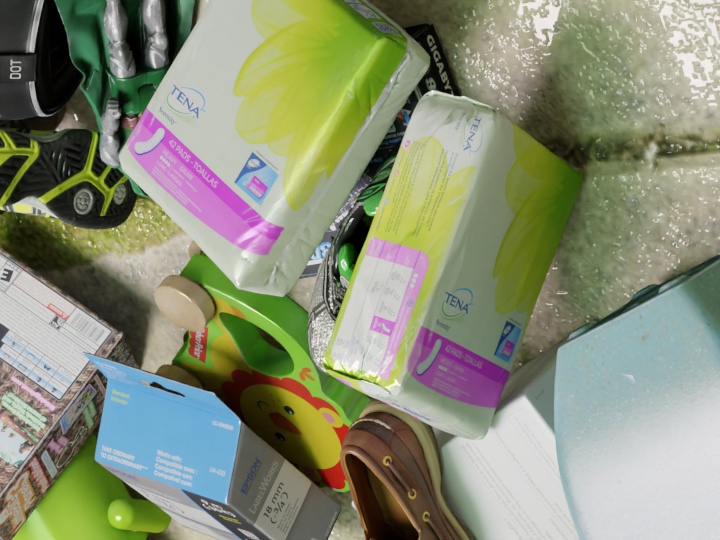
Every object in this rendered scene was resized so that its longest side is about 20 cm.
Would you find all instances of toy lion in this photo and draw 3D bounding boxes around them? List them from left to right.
[{"bbox_3d":[-0.063,0.084,1.738,0.191,0.069,0.201,29,148,13],"label":"toy lion"}]

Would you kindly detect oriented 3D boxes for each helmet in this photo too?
[{"bbox_3d":[-0.300,-0.203,1.682,0.189,0.201,0.201,13,125,8],"label":"helmet"}]

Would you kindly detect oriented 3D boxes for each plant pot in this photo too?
[{"bbox_3d":[0.240,0.097,1.484,0.196,0.195,0.201,-30,87,42],"label":"plant pot"}]

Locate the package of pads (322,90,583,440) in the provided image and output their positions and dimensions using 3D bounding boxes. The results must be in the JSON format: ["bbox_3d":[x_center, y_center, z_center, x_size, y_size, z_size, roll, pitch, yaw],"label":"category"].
[{"bbox_3d":[0.061,-0.003,1.505,0.068,0.154,0.202,17,84,31],"label":"package of pads"}]

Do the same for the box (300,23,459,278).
[{"bbox_3d":[-0.011,-0.080,1.638,0.199,0.046,0.160,-9,111,37],"label":"box"}]

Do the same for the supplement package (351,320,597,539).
[{"bbox_3d":[0.113,0.146,1.639,0.117,0.117,0.200,52,132,-3],"label":"supplement package"}]

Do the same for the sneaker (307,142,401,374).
[{"bbox_3d":[0.000,0.000,1.591,0.078,0.085,0.201,32,132,13],"label":"sneaker"}]

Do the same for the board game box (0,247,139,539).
[{"bbox_3d":[-0.301,0.100,1.830,0.159,0.201,0.097,33,165,14],"label":"board game box"}]

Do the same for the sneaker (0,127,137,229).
[{"bbox_3d":[-0.250,-0.079,1.725,0.076,0.199,0.076,16,91,43],"label":"sneaker"}]

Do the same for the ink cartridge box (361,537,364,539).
[{"bbox_3d":[0.069,0.284,1.731,0.199,0.145,0.088,17,125,25],"label":"ink cartridge box"}]

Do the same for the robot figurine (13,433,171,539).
[{"bbox_3d":[-0.245,0.216,1.926,0.174,0.116,0.201,-21,104,20],"label":"robot figurine"}]

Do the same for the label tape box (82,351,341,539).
[{"bbox_3d":[-0.125,0.149,1.761,0.143,0.064,0.200,14,159,38],"label":"label tape box"}]

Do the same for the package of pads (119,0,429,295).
[{"bbox_3d":[-0.062,-0.109,1.552,0.154,0.068,0.201,43,108,34],"label":"package of pads"}]

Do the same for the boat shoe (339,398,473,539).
[{"bbox_3d":[0.033,0.190,1.595,0.072,0.067,0.202,-7,110,38],"label":"boat shoe"}]

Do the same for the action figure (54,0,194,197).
[{"bbox_3d":[-0.161,-0.136,1.682,0.055,0.117,0.201,53,153,41],"label":"action figure"}]

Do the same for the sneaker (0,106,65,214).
[{"bbox_3d":[-0.308,-0.084,1.820,0.070,0.076,0.200,45,132,3],"label":"sneaker"}]
